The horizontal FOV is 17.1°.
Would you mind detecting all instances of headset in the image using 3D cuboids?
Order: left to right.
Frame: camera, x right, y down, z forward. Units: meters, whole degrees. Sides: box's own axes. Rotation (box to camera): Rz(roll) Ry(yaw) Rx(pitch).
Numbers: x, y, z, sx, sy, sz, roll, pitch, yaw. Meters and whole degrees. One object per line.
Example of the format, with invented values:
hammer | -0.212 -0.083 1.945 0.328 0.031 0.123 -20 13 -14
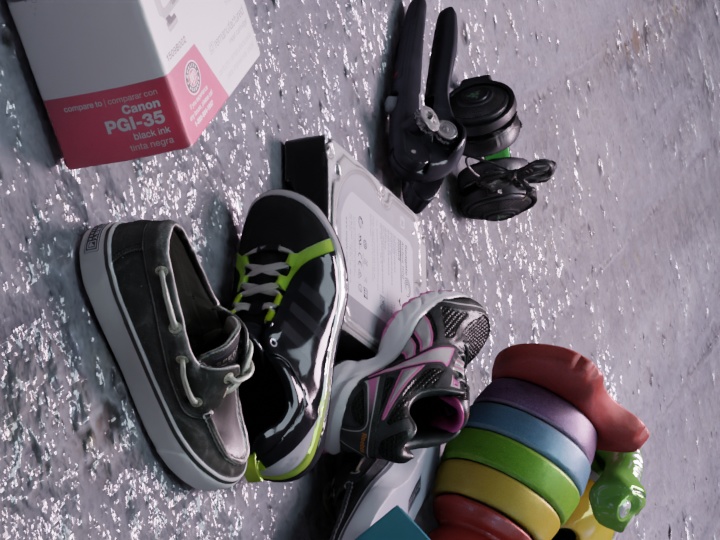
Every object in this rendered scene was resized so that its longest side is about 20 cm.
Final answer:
headset | 0.122 -0.099 2.014 0.200 0.094 0.124 -67 145 -74

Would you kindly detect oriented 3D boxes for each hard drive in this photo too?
hard drive | 0.000 0.000 1.729 0.200 0.038 0.140 41 45 -62

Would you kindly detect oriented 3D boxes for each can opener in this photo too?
can opener | 0.048 -0.143 1.904 0.063 0.079 0.200 20 52 -23

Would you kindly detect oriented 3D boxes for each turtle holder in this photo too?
turtle holder | 0.148 0.187 1.850 0.132 0.185 0.141 -63 145 -36

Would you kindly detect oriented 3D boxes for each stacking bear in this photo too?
stacking bear | 0.102 0.165 1.721 0.121 0.114 0.200 48 63 -38

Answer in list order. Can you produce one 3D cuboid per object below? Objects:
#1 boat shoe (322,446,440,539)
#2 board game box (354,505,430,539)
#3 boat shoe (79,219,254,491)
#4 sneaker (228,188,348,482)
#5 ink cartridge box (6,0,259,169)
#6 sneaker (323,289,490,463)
boat shoe | 0.006 0.159 1.653 0.200 0.057 0.069 -51 148 -64
board game box | 0.082 0.261 1.539 0.200 0.047 0.151 45 -11 32
boat shoe | -0.098 0.053 1.400 0.071 0.064 0.200 -76 150 -46
sneaker | -0.054 0.037 1.518 0.083 0.072 0.200 34 51 -62
ink cartridge box | -0.140 -0.180 1.352 0.147 0.083 0.200 -61 139 -58
sneaker | 0.045 0.086 1.676 0.200 0.086 0.080 -41 142 -47
